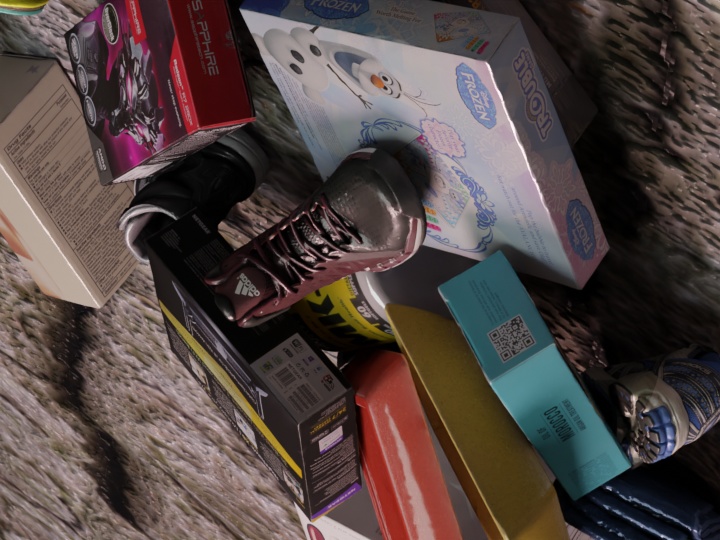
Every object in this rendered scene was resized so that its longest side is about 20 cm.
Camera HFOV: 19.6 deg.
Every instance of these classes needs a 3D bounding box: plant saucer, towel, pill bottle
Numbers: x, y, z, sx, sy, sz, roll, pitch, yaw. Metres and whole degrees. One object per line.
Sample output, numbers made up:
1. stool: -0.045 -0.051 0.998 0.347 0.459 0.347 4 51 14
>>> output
1. plant saucer: 0.031 0.158 1.510 0.200 0.036 0.201 -178 71 -83
2. towel: 0.206 0.175 1.524 0.111 0.049 0.200 28 -175 17
3. plant saucer: 0.092 0.134 1.437 0.200 0.048 0.201 69 174 -58
4. pill bottle: 0.000 0.000 1.538 0.114 0.114 0.200 47 153 -15

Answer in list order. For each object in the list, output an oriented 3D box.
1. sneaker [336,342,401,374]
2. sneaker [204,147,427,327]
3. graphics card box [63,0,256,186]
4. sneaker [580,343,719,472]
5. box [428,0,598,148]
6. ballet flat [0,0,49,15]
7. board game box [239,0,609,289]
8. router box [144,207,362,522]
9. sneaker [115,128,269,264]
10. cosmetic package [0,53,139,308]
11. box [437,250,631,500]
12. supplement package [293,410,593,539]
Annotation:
1. sneaker: 0.085 0.081 1.622 0.199 0.075 0.079 16 -170 20
2. sneaker: -0.037 -0.007 1.350 0.076 0.115 0.200 56 155 2
3. graphics card box: -0.150 -0.144 1.518 0.200 0.051 0.127 -19 85 62
4. sneaker: 0.213 0.092 1.446 0.200 0.085 0.078 -177 63 -84
5. box: 0.036 -0.135 1.349 0.159 0.048 0.199 51 152 -22
6. ballet flat: -0.317 -0.243 1.508 0.198 0.067 0.067 18 119 7
7. board game box: 0.042 -0.089 1.310 0.198 0.043 0.201 18 148 38
8. router box: -0.079 0.072 1.562 0.200 0.052 0.158 48 161 27
9. sneaker: -0.155 -0.051 1.661 0.076 0.114 0.200 46 153 -13
10. cosmetic package: -0.267 -0.076 1.783 0.087 0.104 0.201 12 142 42
11. box: 0.118 0.072 1.372 0.083 0.049 0.200 62 -175 34
12. supplement package: 0.074 0.201 1.710 0.199 0.156 0.111 24 151 28
